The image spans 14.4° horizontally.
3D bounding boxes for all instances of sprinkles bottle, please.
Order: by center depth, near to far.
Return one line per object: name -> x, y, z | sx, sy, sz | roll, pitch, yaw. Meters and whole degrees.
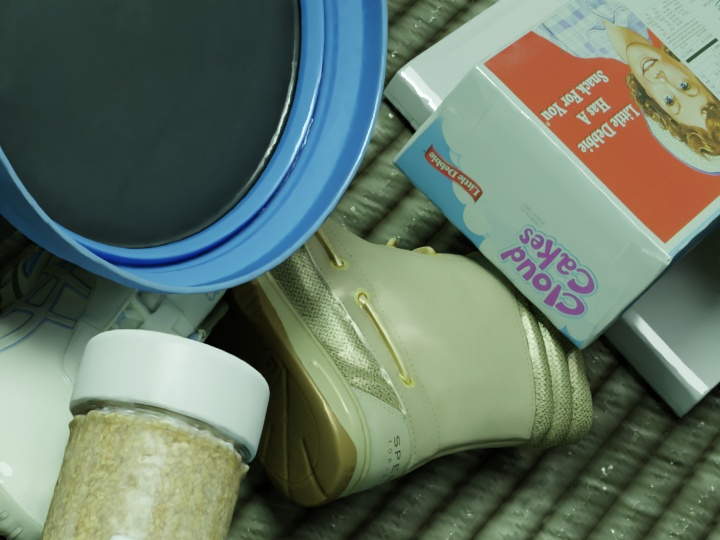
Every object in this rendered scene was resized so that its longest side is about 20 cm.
sprinkles bottle -> -0.085, 0.123, 0.965 | 0.068, 0.068, 0.201 | 19, 70, -15

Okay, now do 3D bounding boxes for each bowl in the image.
bowl -> -0.074, -0.092, 1.028 | 0.200, 0.039, 0.202 | 0, 90, -43

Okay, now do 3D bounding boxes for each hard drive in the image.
hard drive -> 0.120, -0.042, 1.311 | 0.200, 0.026, 0.132 | 48, 51, 7

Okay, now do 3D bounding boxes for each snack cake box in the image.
snack cake box -> 0.116, -0.060, 1.234 | 0.115, 0.067, 0.200 | 46, 37, 6

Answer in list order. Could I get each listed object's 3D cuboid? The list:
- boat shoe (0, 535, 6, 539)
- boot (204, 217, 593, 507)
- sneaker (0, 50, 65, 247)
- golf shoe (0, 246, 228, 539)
boat shoe -> -0.146, 0.122, 1.035 | 0.074, 0.073, 0.201 | -7, 63, -31
boot -> 0.000, 0.000, 1.193 | 0.155, 0.073, 0.201 | -8, 55, -37
sneaker -> -0.106, -0.054, 1.097 | 0.074, 0.085, 0.199 | 21, 19, 38
golf shoe -> -0.097, 0.026, 1.065 | 0.078, 0.097, 0.200 | 47, 27, -20
